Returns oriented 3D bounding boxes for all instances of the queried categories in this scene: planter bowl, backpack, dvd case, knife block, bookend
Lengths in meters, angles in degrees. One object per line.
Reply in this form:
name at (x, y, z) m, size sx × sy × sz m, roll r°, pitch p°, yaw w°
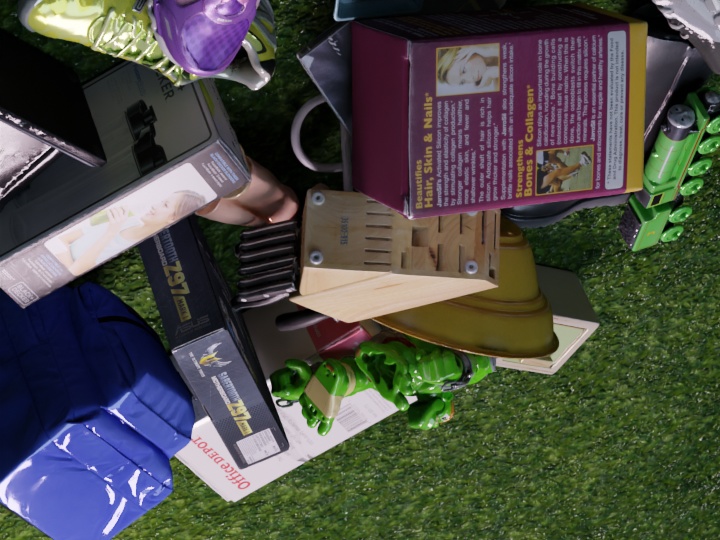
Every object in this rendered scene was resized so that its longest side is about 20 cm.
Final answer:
planter bowl at (0.076, -0.006, 1.827) m, size 0.199 × 0.200 × 0.084 m, roll 5°, pitch 109°, yaw -34°
backpack at (-0.232, 0.093, 1.781) m, size 0.167 × 0.200 × 0.163 m, roll -35°, pitch 140°, yaw 1°
dvd case at (0.060, -0.132, 1.716) m, size 0.148 × 0.016 × 0.200 m, roll -38°, pitch 122°, yaw -5°
knife block at (0.000, 0.000, 1.743) m, size 0.198 × 0.065 × 0.176 m, roll 3°, pitch 161°, yaw -3°
bookend at (-0.322, -0.085, 1.586) m, size 0.200 × 0.093 × 0.198 m, roll -37°, pitch 143°, yaw 20°

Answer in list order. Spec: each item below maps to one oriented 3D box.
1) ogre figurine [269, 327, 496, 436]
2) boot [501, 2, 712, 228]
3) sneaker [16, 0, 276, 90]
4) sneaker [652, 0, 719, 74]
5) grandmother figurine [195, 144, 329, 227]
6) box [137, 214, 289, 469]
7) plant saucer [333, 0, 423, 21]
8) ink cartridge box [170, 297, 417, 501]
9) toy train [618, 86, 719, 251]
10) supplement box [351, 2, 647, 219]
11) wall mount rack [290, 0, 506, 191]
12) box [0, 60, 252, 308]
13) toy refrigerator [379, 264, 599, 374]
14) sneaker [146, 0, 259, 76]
ogre figurine at (0.032, 0.081, 1.845) m, size 0.119 × 0.099 × 0.200 m, roll -9°, pitch 160°, yaw -44°
boot at (0.198, -0.127, 1.847) m, size 0.164 × 0.066 × 0.200 m, roll -16°, pitch 152°, yaw -33°
sneaker at (-0.142, -0.174, 1.588) m, size 0.199 × 0.077 × 0.076 m, roll 2°, pitch 140°, yaw -30°
sneaker at (0.219, -0.221, 1.732) m, size 0.115 × 0.075 × 0.201 m, roll -19°, pitch 126°, yaw 8°
grandmother figurine at (-0.073, -0.049, 1.788) m, size 0.121 × 0.061 × 0.200 m, roll 11°, pitch 171°, yaw 32°
box at (-0.122, 0.044, 1.813) m, size 0.051 × 0.158 × 0.200 m, roll -22°, pitch 144°, yaw 0°
plant saucer at (0.020, -0.264, 1.590) m, size 0.069 × 0.019 × 0.201 m, roll -8°, pitch 135°, yaw -17°
ink cartridge box at (-0.069, 0.100, 1.981) m, size 0.199 × 0.083 × 0.147 m, roll -30°, pitch 145°, yaw 7°
toy train at (0.257, -0.082, 1.887) m, size 0.056 × 0.042 × 0.201 m, roll -17°, pitch 152°, yaw -18°
supplement box at (0.101, -0.120, 1.662) m, size 0.198 × 0.103 × 0.132 m, roll -6°, pitch 107°, yaw -24°
wall mount rack at (0.048, -0.136, 1.757) m, size 0.198 × 0.075 × 0.175 m, roll -11°, pitch 112°, yaw -19°
box at (-0.190, -0.074, 1.659) m, size 0.199 × 0.117 × 0.060 m, roll -27°, pitch 143°, yaw 8°
toy refrigerator at (0.112, 0.037, 2.017) m, size 0.199 × 0.070 × 0.076 m, roll 10°, pitch 133°, yaw -39°
sneaker at (-0.079, -0.217, 1.511) m, size 0.080 × 0.088 × 0.201 m, roll 5°, pitch 116°, yaw -35°
